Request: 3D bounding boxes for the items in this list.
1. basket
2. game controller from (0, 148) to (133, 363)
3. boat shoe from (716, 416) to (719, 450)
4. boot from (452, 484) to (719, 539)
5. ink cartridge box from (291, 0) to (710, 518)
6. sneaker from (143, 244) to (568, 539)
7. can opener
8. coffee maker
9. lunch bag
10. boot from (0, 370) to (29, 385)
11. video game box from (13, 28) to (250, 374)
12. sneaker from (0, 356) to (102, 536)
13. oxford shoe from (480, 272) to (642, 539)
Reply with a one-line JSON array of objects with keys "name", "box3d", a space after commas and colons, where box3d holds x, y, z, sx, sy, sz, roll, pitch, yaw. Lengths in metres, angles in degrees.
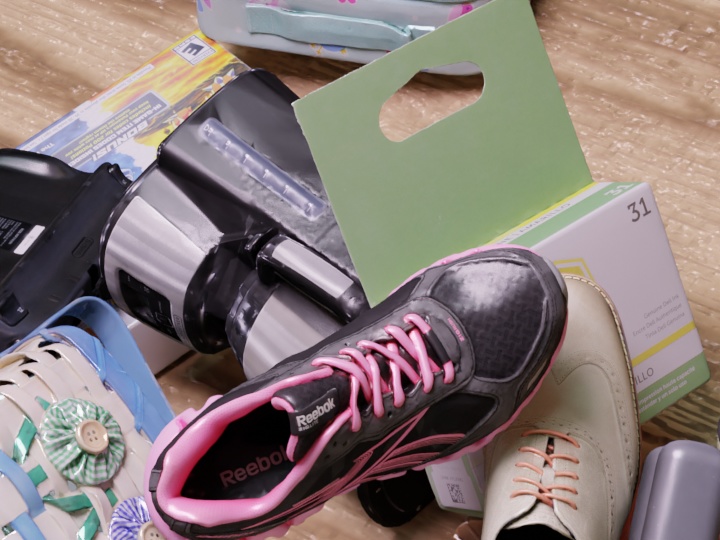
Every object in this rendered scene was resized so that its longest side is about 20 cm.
[{"name": "basket", "box3d": [-0.124, 0.113, 1.191, 0.139, 0.177, 0.200, -34, 0, 26]}, {"name": "game controller", "box3d": [-0.177, -0.009, 1.353, 0.104, 0.042, 0.200, 7, 26, 12]}, {"name": "boat shoe", "box3d": [0.259, 0.062, 1.222, 0.198, 0.065, 0.074, -4, 46, 17]}, {"name": "boot", "box3d": [0.145, 0.122, 1.203, 0.199, 0.075, 0.107, 9, 43, 19]}, {"name": "ink cartridge box", "box3d": [0.067, -0.010, 1.202, 0.145, 0.201, 0.048, -29, 18, -30]}, {"name": "sneaker", "box3d": [-0.003, 0.054, 1.081, 0.199, 0.095, 0.079, -32, 81, 2]}, {"name": "can opener", "box3d": [0.134, 0.175, 1.110, 0.066, 0.053, 0.201, 14, 80, -4]}, {"name": "coffee maker", "box3d": [0.000, 0.000, 1.319, 0.192, 0.135, 0.200, -29, 55, -37]}, {"name": "lunch bag", "box3d": [0.007, -0.184, 1.537, 0.199, 0.077, 0.161, 7, 39, 16]}, {"name": "boot", "box3d": [-0.210, 0.106, 1.337, 0.073, 0.076, 0.201, 3, 48, 20]}, {"name": "video game box", "box3d": [-0.116, -0.033, 1.470, 0.199, 0.047, 0.182, -35, 47, -17]}, {"name": "sneaker", "box3d": [-0.189, 0.127, 1.266, 0.200, 0.118, 0.074, -42, 8, -32]}, {"name": "oxford shoe", "box3d": [0.084, 0.094, 1.123, 0.070, 0.074, 0.202, 2, 75, 4]}]
